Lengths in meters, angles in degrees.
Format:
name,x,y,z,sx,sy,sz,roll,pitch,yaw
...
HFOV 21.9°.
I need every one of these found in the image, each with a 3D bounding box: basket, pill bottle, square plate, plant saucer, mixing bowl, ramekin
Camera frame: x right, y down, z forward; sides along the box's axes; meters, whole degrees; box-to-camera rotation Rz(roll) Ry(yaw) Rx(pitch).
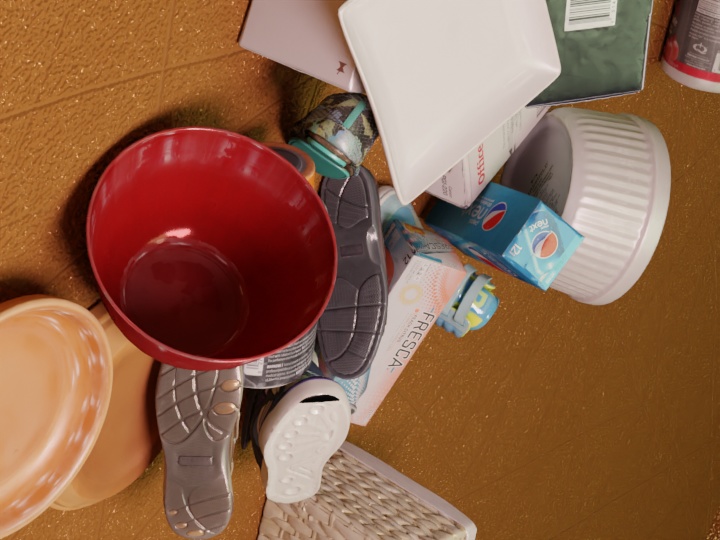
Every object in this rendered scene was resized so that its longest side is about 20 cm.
name,x,y,z,sx,sy,sz,roll,pitch,yaw
basket,-0.001,0.286,1.916,0.123,0.199,0.137,-18,128,-48
pill bottle,0.445,-0.330,2.290,0.110,0.110,0.201,-28,136,-51
square plate,0.071,-0.185,1.500,0.198,0.028,0.201,-40,134,-23
plant saucer,-0.204,0.113,1.553,0.200,0.037,0.201,-44,147,-38
mixing bowl,-0.126,0.001,1.458,0.200,0.200,0.109,-46,174,-32
plant saucer,-0.270,0.108,1.387,0.200,0.037,0.201,-35,139,-37
ramekin,0.221,-0.074,1.918,0.104,0.200,0.202,14,104,-23
pill bottle,-0.083,-0.008,1.594,0.106,0.106,0.201,-34,141,-46

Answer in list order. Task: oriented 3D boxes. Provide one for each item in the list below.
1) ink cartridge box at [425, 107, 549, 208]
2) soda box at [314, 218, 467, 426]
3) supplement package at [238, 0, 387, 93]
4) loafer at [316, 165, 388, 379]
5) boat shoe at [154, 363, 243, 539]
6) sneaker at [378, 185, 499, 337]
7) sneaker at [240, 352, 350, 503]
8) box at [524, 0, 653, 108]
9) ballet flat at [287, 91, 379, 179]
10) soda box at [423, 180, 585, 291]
name,x,y,z,sx,sy,sz,roll,pitch,yaw
ink cartridge box,0.122,-0.183,1.845,0.200,0.084,0.146,-51,152,-29
soda box,0.019,0.052,1.804,0.068,0.064,0.201,17,117,-31
supplement package,0.010,-0.218,1.564,0.200,0.116,0.118,-6,118,-61
loafer,0.000,0.000,1.747,0.063,0.071,0.202,-3,93,-69
boat shoe,-0.138,0.126,1.584,0.072,0.075,0.202,-93,-170,-73
sneaker,0.074,-0.005,1.863,0.080,0.130,0.200,-56,152,-14
sneaker,-0.064,0.109,1.718,0.201,0.080,0.147,106,-22,-54
box,0.165,-0.280,1.655,0.123,0.197,0.202,-9,122,-17
ballet flat,-0.016,-0.118,1.576,0.075,0.074,0.200,-63,-171,-3
soda box,0.139,-0.042,1.852,0.064,0.200,0.068,37,86,-22
